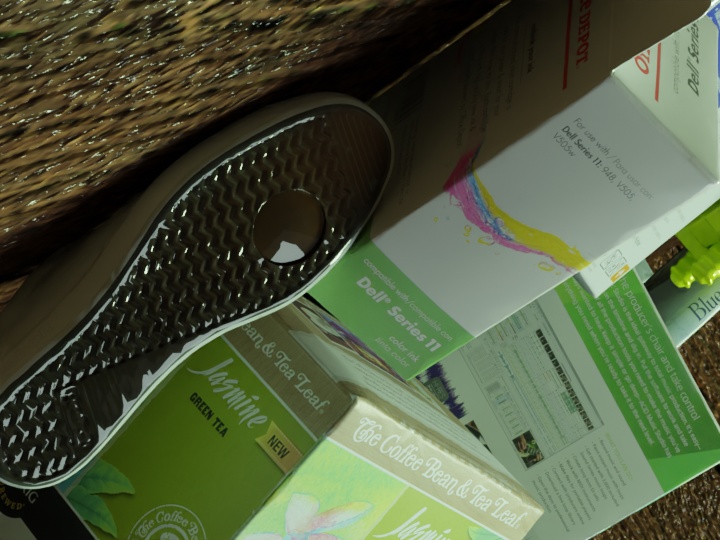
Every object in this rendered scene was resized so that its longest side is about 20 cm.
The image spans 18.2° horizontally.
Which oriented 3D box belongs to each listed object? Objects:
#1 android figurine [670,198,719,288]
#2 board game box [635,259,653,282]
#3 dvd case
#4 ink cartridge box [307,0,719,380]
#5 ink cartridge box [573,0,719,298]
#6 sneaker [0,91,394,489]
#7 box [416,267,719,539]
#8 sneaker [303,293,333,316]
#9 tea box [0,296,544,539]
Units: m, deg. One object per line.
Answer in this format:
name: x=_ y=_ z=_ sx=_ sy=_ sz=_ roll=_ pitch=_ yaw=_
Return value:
android figurine: x=0.242 y=-0.064 z=1.200 sx=0.200 sy=0.041 sz=0.182 roll=-44 pitch=-177 yaw=-9
board game box: x=0.084 y=0.014 z=1.500 sx=0.103 sy=0.105 sz=0.200 roll=-25 pitch=171 yaw=-33
dvd case: x=0.196 y=0.006 z=1.309 sx=0.200 sy=0.018 sz=0.143 roll=-42 pitch=-174 yaw=-5
ink cartridge box: x=0.076 y=-0.056 z=0.881 sx=0.200 sy=0.067 sz=0.117 roll=-34 pitch=-154 yaw=30
ink cartridge box: x=0.157 y=-0.087 z=1.058 sx=0.200 sy=0.047 sz=0.198 roll=-41 pitch=155 yaw=2
sneaker: x=-0.079 y=-0.007 z=0.873 sx=0.200 sy=0.073 sz=0.085 roll=-39 pitch=-151 yaw=0
box: x=0.082 y=0.086 z=1.208 sx=0.199 sy=0.145 sz=0.036 roll=-29 pitch=-169 yaw=-2
sneaker: x=0.000 y=0.000 z=1.219 sx=0.085 sy=0.078 sz=0.200 roll=-35 pitch=-176 yaw=-15
tea box: x=-0.054 y=0.119 z=1.052 sx=0.197 sy=0.134 sz=0.200 roll=-50 pitch=145 yaw=5
